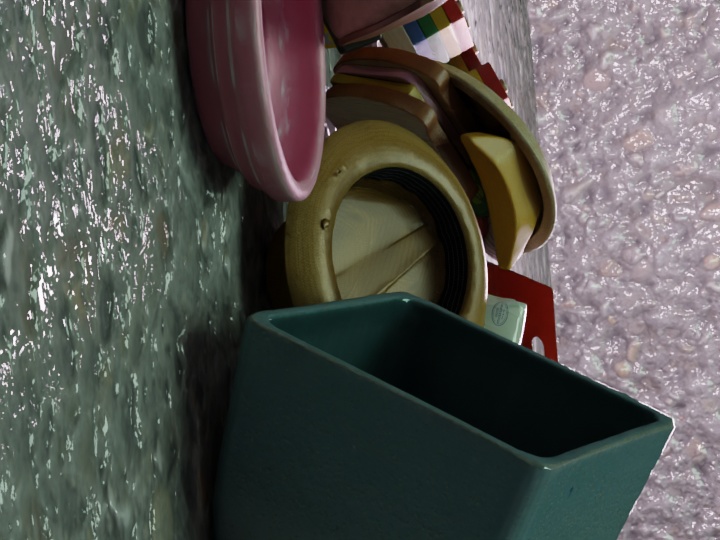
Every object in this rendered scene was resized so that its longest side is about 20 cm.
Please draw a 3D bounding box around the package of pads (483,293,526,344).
[{"bbox_3d":[0.064,0.117,1.546,0.200,0.068,0.155,94,9,-59],"label":"package of pads"}]

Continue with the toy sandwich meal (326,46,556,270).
[{"bbox_3d":[0.057,-0.078,1.634,0.070,0.205,0.205,-45,144,-26],"label":"toy sandwich meal"}]

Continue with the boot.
[{"bbox_3d":[-0.011,-0.218,1.400,0.146,0.070,0.200,69,-20,-3],"label":"boot"}]

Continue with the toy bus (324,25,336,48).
[{"bbox_3d":[0.002,-0.218,1.617,0.200,0.078,0.065,-69,154,-67],"label":"toy bus"}]

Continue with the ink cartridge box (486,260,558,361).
[{"bbox_3d":[0.076,0.063,1.724,0.200,0.057,0.163,30,-48,55],"label":"ink cartridge box"}]

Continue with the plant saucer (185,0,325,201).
[{"bbox_3d":[-0.062,-0.139,1.301,0.201,0.051,0.201,-3,90,-80],"label":"plant saucer"}]

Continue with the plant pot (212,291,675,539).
[{"bbox_3d":[0.029,0.145,1.261,0.196,0.196,0.200,-7,119,-61],"label":"plant pot"}]

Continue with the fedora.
[{"bbox_3d":[0.000,0.000,1.433,0.200,0.082,0.201,17,67,-46],"label":"fedora"}]

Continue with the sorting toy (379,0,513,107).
[{"bbox_3d":[0.074,-0.155,1.813,0.200,0.070,0.199,63,2,18],"label":"sorting toy"}]
